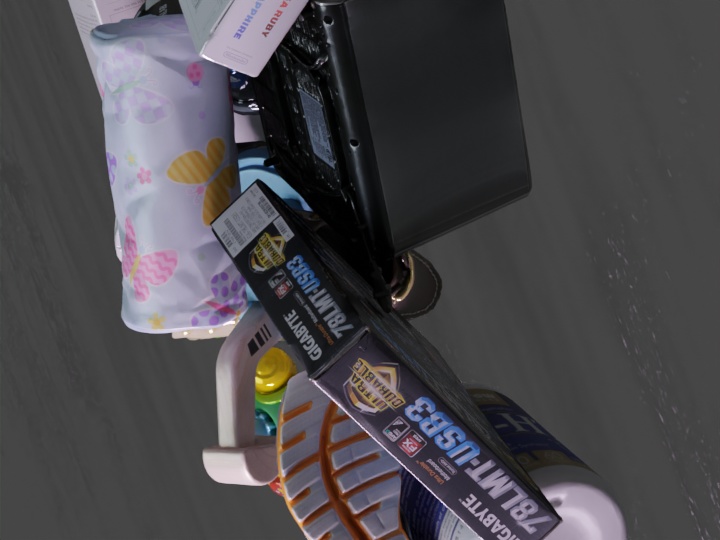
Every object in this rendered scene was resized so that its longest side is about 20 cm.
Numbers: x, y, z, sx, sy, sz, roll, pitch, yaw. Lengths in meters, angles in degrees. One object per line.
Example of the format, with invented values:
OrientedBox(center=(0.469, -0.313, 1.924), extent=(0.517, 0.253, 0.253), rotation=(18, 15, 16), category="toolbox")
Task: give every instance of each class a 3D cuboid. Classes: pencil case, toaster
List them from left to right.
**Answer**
OrientedBox(center=(-0.120, -0.061, 1.061), extent=(0.090, 0.083, 0.201), rotation=(10, 110, 47), category="pencil case")
OrientedBox(center=(0.007, -0.113, 1.032), extent=(0.181, 0.118, 0.201), rotation=(43, 150, 57), category="toaster")

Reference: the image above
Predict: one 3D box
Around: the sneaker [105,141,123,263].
OrientedBox(center=(-0.149, -0.094, 1.182), extent=(0.201, 0.077, 0.100), rotation=(110, 149, -49), category="sneaker")

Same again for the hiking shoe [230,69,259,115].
OrientedBox(center=(-0.071, -0.209, 1.144), extent=(0.087, 0.074, 0.201), rotation=(55, -150, -63), category="hiking shoe")

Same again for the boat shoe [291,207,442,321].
OrientedBox(center=(0.000, 0.000, 1.157), extent=(0.059, 0.200, 0.072), rotation=(8, 82, 38), category="boat shoe")

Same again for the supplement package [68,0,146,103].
OrientedBox(center=(-0.173, -0.193, 1.497), extent=(0.121, 0.119, 0.201), rotation=(31, 140, 65), category="supplement package")

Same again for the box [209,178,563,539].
OrientedBox(center=(0.013, 0.057, 1.001), extent=(0.200, 0.050, 0.199), rotation=(44, -174, -34), category="box")

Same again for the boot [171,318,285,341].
OrientedBox(center=(-0.080, 0.027, 1.395), extent=(0.200, 0.154, 0.073), rotation=(-164, 75, -76), category="boot")

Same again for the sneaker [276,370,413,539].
OrientedBox(center=(-0.006, 0.158, 1.076), extent=(0.077, 0.078, 0.201), rotation=(-179, 70, -77), category="sneaker")

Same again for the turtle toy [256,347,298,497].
OrientedBox(center=(-0.021, 0.151, 1.423), extent=(0.199, 0.102, 0.146), rotation=(16, 158, 21), category="turtle toy")

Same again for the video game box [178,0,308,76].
OrientedBox(center=(-0.050, -0.239, 0.952), extent=(0.183, 0.047, 0.201), rotation=(-54, 37, 28), category="video game box")

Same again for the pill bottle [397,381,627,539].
OrientedBox(center=(0.078, 0.145, 1.129), extent=(0.200, 0.119, 0.120), rotation=(40, 148, 57), category="pill bottle")

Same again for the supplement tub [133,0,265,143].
OrientedBox(center=(-0.125, -0.154, 1.338), extent=(0.200, 0.122, 0.123), rotation=(-104, 2, -59), category="supplement tub")

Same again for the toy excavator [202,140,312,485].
OrientedBox(center=(-0.068, 0.023, 1.188), extent=(0.099, 0.200, 0.196), rotation=(1, 118, 30), category="toy excavator")
